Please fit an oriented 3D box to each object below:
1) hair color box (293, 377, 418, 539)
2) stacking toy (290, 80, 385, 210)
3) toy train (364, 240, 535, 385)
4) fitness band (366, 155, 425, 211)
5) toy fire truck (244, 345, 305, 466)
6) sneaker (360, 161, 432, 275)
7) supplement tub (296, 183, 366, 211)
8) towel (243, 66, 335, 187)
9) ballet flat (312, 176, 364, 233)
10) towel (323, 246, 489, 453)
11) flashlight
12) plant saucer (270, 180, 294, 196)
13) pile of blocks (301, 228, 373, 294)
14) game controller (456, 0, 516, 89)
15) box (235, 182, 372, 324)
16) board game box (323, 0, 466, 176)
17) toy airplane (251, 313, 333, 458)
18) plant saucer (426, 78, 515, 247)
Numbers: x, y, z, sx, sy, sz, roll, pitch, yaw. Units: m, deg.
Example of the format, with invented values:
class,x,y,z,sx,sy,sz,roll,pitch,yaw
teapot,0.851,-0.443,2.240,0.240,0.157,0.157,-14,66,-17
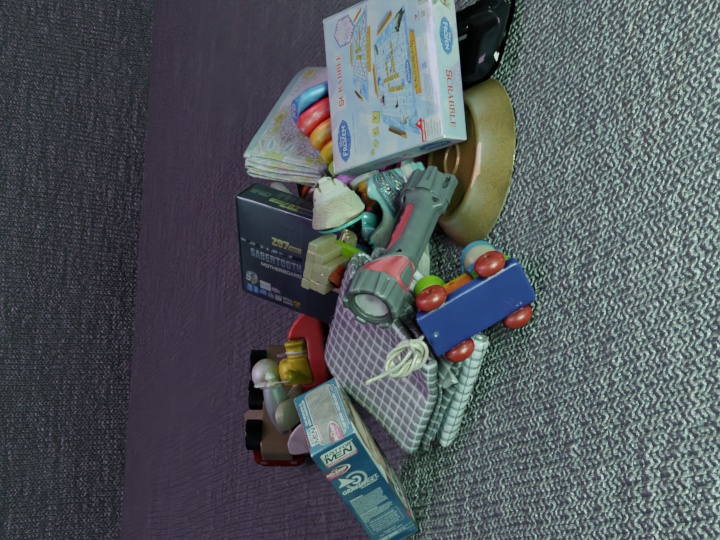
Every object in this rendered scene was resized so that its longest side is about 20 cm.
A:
class,x,y,z,sx,sy,sz,roll,pitch,yaw
hair color box,-0.004,0.234,1.504,0.201,0.060,0.100,59,-176,-39
stacking toy,-0.006,-0.147,1.632,0.116,0.109,0.201,111,136,-76
toy train,0.079,0.043,1.341,0.085,0.199,0.116,59,-178,-23
fitness band,0.046,-0.094,1.680,0.144,0.037,0.202,150,125,-69
toy fire truck,-0.135,0.232,1.981,0.200,0.127,0.178,83,-173,-62
sneaker,0.041,-0.046,1.552,0.078,0.085,0.201,-105,10,-51
supplement tub,-0.040,-0.129,1.817,0.201,0.106,0.107,-107,30,-47
towel,-0.059,-0.207,1.786,0.170,0.048,0.201,13,63,40
ballet flat,-0.037,-0.083,1.536,0.063,0.067,0.200,64,176,-5
towel,0.042,0.095,1.449,0.200,0.085,0.167,47,137,34
flashlight,0.043,-0.030,1.400,0.201,0.067,0.068,-66,4,-37
plant saucer,-0.084,-0.034,1.816,0.201,0.050,0.200,52,172,10
pile of blocks,0.000,0.000,1.554,0.062,0.200,0.083,23,93,24
game controller,0.125,-0.264,1.498,0.200,0.042,0.105,176,103,-70
box,-0.076,-0.018,1.711,0.199,0.051,0.159,19,127,27
board game box,0.037,-0.232,1.506,0.199,0.041,0.202,-12,79,48
toy airplane,-0.088,0.169,1.794,0.201,0.140,0.201,87,-165,-59
plant saucer,0.121,-0.129,1.479,0.200,0.035,0.202,-173,90,-70
